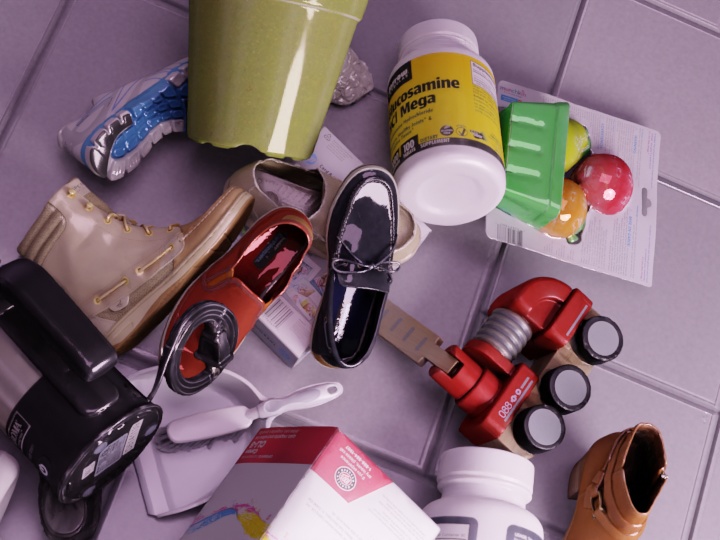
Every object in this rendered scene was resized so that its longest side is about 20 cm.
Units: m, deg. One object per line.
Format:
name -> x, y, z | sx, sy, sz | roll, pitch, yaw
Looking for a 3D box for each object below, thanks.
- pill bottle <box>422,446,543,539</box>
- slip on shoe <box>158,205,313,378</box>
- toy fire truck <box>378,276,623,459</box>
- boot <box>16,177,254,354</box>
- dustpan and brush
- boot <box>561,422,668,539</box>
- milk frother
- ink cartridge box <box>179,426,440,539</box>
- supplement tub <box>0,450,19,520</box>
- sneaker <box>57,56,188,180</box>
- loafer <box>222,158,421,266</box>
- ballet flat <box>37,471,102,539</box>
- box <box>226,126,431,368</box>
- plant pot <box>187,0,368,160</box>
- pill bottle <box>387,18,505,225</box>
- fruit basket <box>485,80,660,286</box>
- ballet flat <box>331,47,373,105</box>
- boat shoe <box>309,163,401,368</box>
pill bottle -> 0.107, 0.272, 1.486 | 0.119, 0.120, 0.200 | 14, 67, -9
slip on shoe -> -0.115, 0.024, 1.488 | 0.074, 0.061, 0.200 | 41, 86, -13
toy fire truck -> 0.123, 0.071, 1.580 | 0.200, 0.129, 0.176 | 41, 65, -7
boot -> -0.213, -0.040, 1.524 | 0.155, 0.073, 0.200 | 45, 96, 8
dustpan and brush -> -0.115, 0.139, 1.511 | 0.200, 0.057, 0.140 | -12, 73, -19
boot -> 0.244, 0.247, 1.510 | 0.077, 0.155, 0.200 | 13, 67, -10
milk frother -> -0.239, 0.066, 1.426 | 0.188, 0.181, 0.200 | 44, 36, 15
ink cartridge box -> -0.063, 0.258, 1.411 | 0.145, 0.145, 0.200 | 47, 62, -21
supplement tub -> -0.408, 0.187, 1.371 | 0.200, 0.145, 0.145 | 25, 65, -4
sneaker -> -0.218, -0.165, 1.601 | 0.087, 0.075, 0.200 | 21, 42, 35
loafer -> -0.034, -0.056, 1.559 | 0.200, 0.068, 0.076 | 14, 67, -10
ballet flat -> -0.264, 0.160, 1.479 | 0.066, 0.057, 0.200 | 4, 62, -3
box -> -0.052, -0.026, 1.603 | 0.156, 0.041, 0.200 | 44, 67, 4
plant pot -> -0.092, -0.207, 1.550 | 0.200, 0.200, 0.190 | 10, 95, -11
pill bottle -> 0.084, -0.155, 1.637 | 0.112, 0.112, 0.200 | 6, 53, -12
fruit basket -> 0.221, -0.089, 1.686 | 0.200, 0.094, 0.186 | 18, 66, -25
ballet flat -> -0.073, -0.238, 1.666 | 0.200, 0.072, 0.072 | 30, 65, -3
boat shoe -> 0.000, 0.000, 1.517 | 0.075, 0.062, 0.200 | 10, 97, -23
